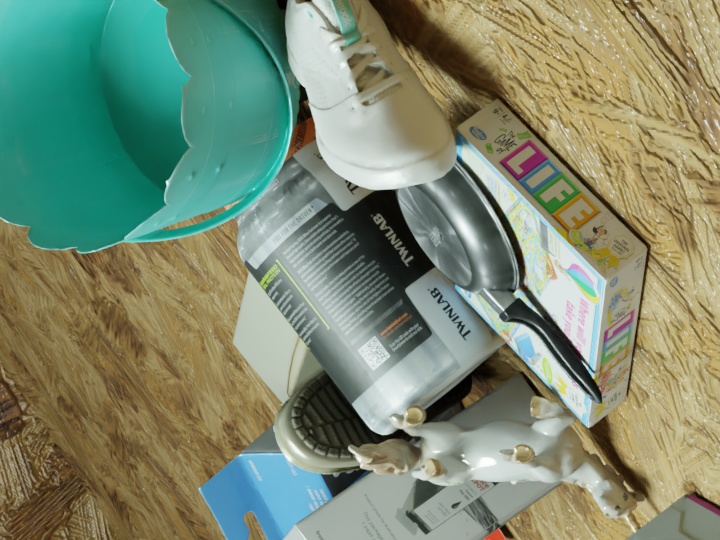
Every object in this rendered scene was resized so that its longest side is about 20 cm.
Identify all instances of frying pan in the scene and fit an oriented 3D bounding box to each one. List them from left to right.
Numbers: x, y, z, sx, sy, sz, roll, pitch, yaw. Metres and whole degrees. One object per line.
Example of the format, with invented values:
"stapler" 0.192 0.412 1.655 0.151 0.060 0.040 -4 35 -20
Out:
"frying pan" 0.074 0.002 1.515 0.191 0.031 0.115 62 163 -15

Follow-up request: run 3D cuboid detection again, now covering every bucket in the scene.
"bucket" -0.146 -0.116 1.577 0.206 0.135 0.208 9 106 36

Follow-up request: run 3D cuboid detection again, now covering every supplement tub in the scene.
"supplement tub" 0.000 0.000 1.663 0.200 0.122 0.123 52 163 5

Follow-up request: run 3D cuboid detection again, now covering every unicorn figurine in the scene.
"unicorn figurine" 0.104 0.125 1.622 0.199 0.074 0.137 14 169 20

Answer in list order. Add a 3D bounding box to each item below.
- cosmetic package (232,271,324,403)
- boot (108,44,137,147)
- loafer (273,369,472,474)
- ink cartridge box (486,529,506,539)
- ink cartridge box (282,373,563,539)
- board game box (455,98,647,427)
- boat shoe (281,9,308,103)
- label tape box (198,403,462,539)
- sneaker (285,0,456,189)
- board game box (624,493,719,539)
"cosmetic package" -0.030 0.021 1.824 0.073 0.103 0.200 50 164 11
"boot" -0.195 -0.167 1.753 0.155 0.073 0.201 -15 81 44
"loafer" 0.004 0.103 1.735 0.068 0.200 0.076 -42 76 37
"ink cartridge box" 0.034 0.173 2.045 0.160 0.047 0.200 56 165 -6
"ink cartridge box" 0.045 0.170 1.745 0.083 0.200 0.147 55 163 7
"board game box" 0.113 0.000 1.506 0.135 0.034 0.200 48 162 23
"boat shoe" -0.079 -0.145 1.698 0.076 0.060 0.200 58 163 -14
"label tape box" -0.007 0.161 1.856 0.063 0.200 0.145 20 144 49
"sneaker" -0.005 -0.127 1.476 0.200 0.075 0.089 -124 18 -47
"board game box" 0.261 0.255 1.556 0.147 0.064 0.201 29 149 57
